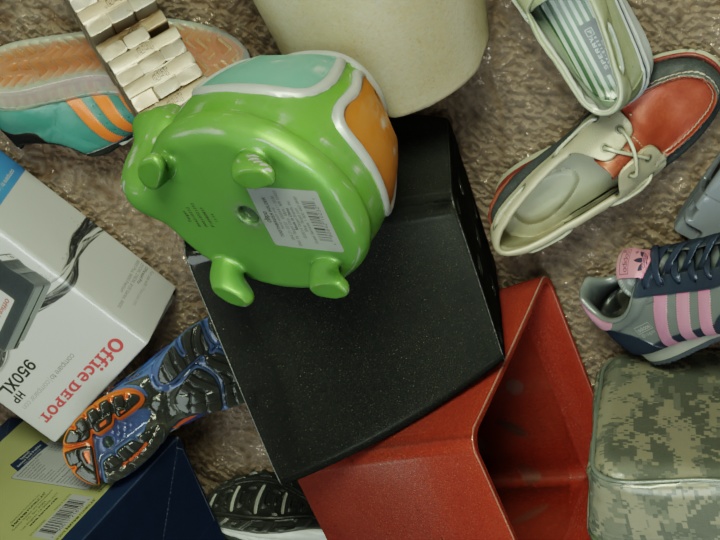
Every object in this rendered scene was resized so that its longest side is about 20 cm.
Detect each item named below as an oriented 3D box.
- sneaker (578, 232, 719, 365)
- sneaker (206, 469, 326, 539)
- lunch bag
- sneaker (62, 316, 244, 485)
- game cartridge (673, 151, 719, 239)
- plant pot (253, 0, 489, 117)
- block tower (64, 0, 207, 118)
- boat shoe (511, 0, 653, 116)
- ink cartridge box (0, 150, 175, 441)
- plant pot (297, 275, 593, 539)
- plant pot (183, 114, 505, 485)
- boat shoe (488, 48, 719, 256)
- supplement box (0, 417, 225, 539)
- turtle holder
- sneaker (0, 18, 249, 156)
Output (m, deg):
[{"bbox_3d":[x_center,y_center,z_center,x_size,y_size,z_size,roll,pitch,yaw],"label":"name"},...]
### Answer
[{"bbox_3d":[0.223,0.008,1.174,0.082,0.070,0.200,29,148,-12],"label":"sneaker"},{"bbox_3d":[-0.038,0.220,1.410,0.199,0.074,0.080,7,128,8],"label":"sneaker"},{"bbox_3d":[0.238,0.170,1.238,0.138,0.200,0.169,0,115,9],"label":"lunch bag"},{"bbox_3d":[-0.147,0.089,1.325,0.199,0.078,0.076,-30,100,-10],"label":"sneaker"},{"bbox_3d":[0.322,-0.073,1.161,0.133,0.042,0.200,26,124,-9],"label":"game cartridge"},{"bbox_3d":[0.000,-0.206,1.076,0.199,0.201,0.184,-6,132,17],"label":"plant pot"},{"bbox_3d":[-0.152,-0.154,1.149,0.054,0.058,0.201,-31,81,-6],"label":"block tower"},{"bbox_3d":[0.128,-0.192,1.102,0.072,0.062,0.200,-30,101,28],"label":"boat shoe"},{"bbox_3d":[-0.268,0.017,1.325,0.200,0.084,0.145,38,123,-12],"label":"ink cartridge box"},{"bbox_3d":[0.068,0.149,1.275,0.175,0.200,0.201,-9,120,29],"label":"plant pot"},{"bbox_3d":[0.000,0.000,1.197,0.176,0.200,0.201,-14,118,9],"label":"plant pot"},{"bbox_3d":[0.169,-0.078,1.177,0.200,0.063,0.071,-35,107,28],"label":"boat shoe"},{"bbox_3d":[-0.251,0.236,1.361,0.199,0.200,0.135,2,124,36],"label":"supplement box"},{"bbox_3d":[-0.057,-0.061,1.039,0.141,0.132,0.185,42,145,-18],"label":"turtle holder"},{"bbox_3d":[-0.173,-0.128,1.228,0.199,0.072,0.080,-3,141,8],"label":"sneaker"}]
